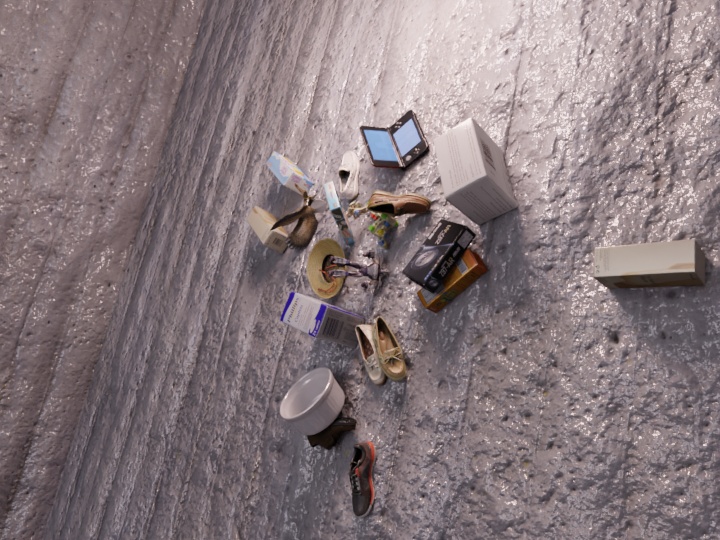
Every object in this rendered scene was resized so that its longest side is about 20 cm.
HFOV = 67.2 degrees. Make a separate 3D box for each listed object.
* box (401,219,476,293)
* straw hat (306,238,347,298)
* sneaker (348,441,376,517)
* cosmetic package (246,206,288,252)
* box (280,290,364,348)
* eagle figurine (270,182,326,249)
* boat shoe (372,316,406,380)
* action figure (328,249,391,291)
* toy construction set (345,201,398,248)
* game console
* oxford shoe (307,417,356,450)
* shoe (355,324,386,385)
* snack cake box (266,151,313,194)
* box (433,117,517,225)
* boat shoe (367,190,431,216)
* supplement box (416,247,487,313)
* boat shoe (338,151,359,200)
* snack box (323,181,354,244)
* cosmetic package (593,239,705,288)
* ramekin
[{"bbox_3d":[0.219,-0.045,1.535,0.201,0.043,0.160,-53,22,-1],"label":"box"},{"bbox_3d":[-0.091,-0.004,1.850,0.199,0.084,0.205,-5,83,42],"label":"straw hat"},{"bbox_3d":[-0.009,0.585,1.526,0.076,0.081,0.204,-14,64,39],"label":"sneaker"},{"bbox_3d":[-0.366,-0.164,2.157,0.071,0.105,0.200,-52,47,11],"label":"cosmetic package"},{"bbox_3d":[-0.122,0.156,1.740,0.198,0.183,0.107,17,85,45],"label":"box"},{"bbox_3d":[-0.229,-0.194,2.025,0.202,0.150,0.151,-66,5,-24],"label":"eagle figurine"},{"bbox_3d":[0.079,0.228,1.586,0.072,0.063,0.201,-16,49,-12],"label":"boat shoe"},{"bbox_3d":[0.000,0.000,1.721,0.196,0.069,0.133,5,76,0],"label":"action figure"},{"bbox_3d":[0.046,-0.176,1.795,0.199,0.092,0.132,39,101,34],"label":"toy construction set"},{"bbox_3d":[0.111,-0.446,1.817,0.172,0.118,0.202,-36,52,27],"label":"game console"},{"bbox_3d":[-0.082,0.498,1.653,0.198,0.072,0.086,-27,71,37],"label":"oxford shoe"},{"bbox_3d":[0.027,0.254,1.651,0.070,0.053,0.202,-37,51,27],"label":"shoe"},{"bbox_3d":[-0.286,-0.389,2.176,0.068,0.114,0.200,-52,46,12],"label":"snack cake box"},{"bbox_3d":[0.314,-0.267,1.490,0.129,0.199,0.202,-25,57,31],"label":"box"},{"bbox_3d":[0.120,-0.197,1.694,0.196,0.073,0.069,6,48,18],"label":"boat shoe"},{"bbox_3d":[0.255,0.031,1.518,0.200,0.066,0.069,-42,51,24],"label":"supplement box"},{"bbox_3d":[-0.048,-0.357,1.966,0.070,0.069,0.203,-25,57,36],"label":"boat shoe"},{"bbox_3d":[-0.071,-0.190,1.832,0.036,0.201,0.118,-18,56,4],"label":"snack box"},{"bbox_3d":[0.617,-0.010,1.163,0.198,0.104,0.072,-5,71,44],"label":"cosmetic package"},{"bbox_3d":[-0.142,0.405,1.664,0.199,0.098,0.201,-34,20,14],"label":"ramekin"}]
